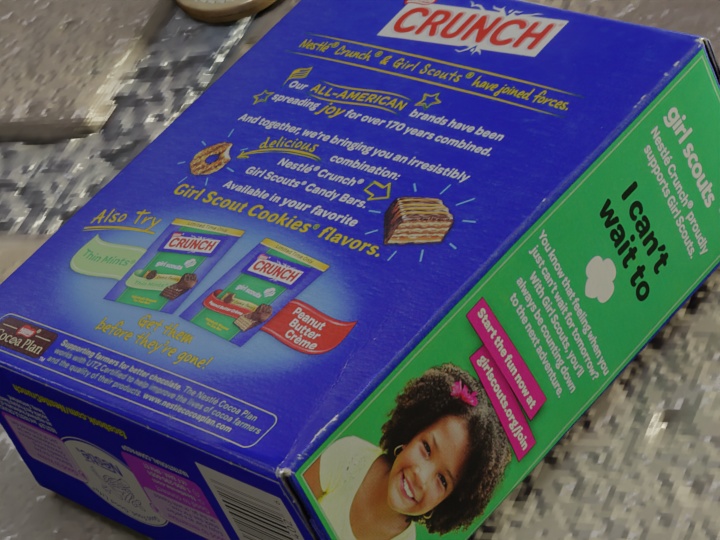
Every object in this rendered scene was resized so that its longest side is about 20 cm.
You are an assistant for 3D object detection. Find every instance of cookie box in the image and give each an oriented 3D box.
[{"bbox_3d":[0.000,0.000,0.817,0.171,0.075,0.200,18,55,45],"label":"cookie box"}]

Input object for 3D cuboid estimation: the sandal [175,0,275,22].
[{"bbox_3d":[-0.050,-0.194,1.101,0.077,0.070,0.212,-9,39,23],"label":"sandal"}]
